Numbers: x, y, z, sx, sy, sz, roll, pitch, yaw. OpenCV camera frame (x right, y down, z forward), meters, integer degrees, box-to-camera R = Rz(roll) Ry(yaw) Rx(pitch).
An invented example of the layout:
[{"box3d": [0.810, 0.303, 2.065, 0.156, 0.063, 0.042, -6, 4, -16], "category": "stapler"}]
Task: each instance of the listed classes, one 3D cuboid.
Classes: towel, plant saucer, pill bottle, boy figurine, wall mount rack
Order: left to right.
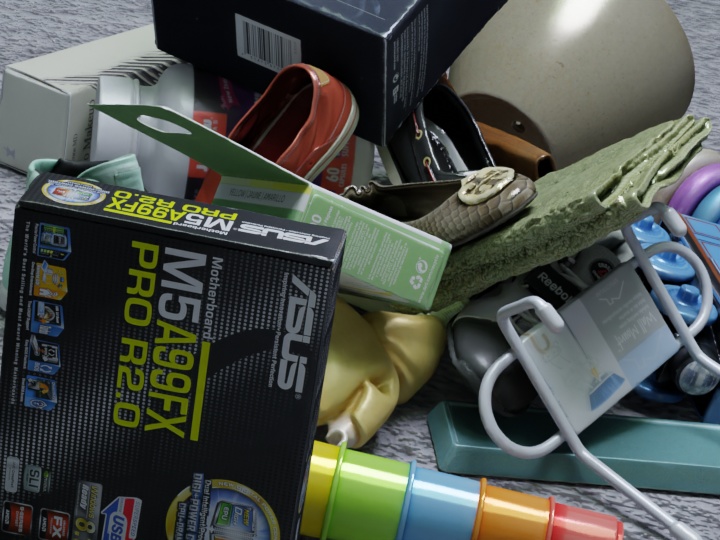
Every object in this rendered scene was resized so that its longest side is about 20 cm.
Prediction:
[{"box3d": [-0.095, -0.092, 1.452, 0.199, 0.112, 0.112, 4, 24, -10], "category": "pill bottle"}, {"box3d": [-0.030, 0.057, 1.192, 0.199, 0.065, 0.124, -15, 55, -45], "category": "boy figurine"}, {"box3d": [0.119, -0.032, 1.238, 0.200, 0.037, 0.148, -24, 8, 39], "category": "towel"}, {"box3d": [0.142, 0.107, 1.215, 0.199, 0.019, 0.070, 5, 24, -8], "category": "plant saucer"}, {"box3d": [0.174, 0.064, 1.181, 0.200, 0.174, 0.074, -35, 6, -30], "category": "wall mount rack"}]

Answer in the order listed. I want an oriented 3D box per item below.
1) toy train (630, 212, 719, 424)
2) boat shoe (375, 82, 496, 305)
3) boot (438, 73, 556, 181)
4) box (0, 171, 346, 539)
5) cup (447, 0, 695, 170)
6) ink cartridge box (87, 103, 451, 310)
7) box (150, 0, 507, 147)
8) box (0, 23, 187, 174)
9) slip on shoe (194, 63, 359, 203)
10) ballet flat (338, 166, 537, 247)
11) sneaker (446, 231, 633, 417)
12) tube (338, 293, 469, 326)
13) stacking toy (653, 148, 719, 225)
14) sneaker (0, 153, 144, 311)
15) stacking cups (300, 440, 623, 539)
[{"box3d": [0.224, 0.028, 1.340, 0.114, 0.087, 0.200, 12, 25, -15], "category": "toy train"}, {"box3d": [0.074, -0.046, 1.387, 0.073, 0.063, 0.202, 8, 45, -42], "category": "boat shoe"}, {"box3d": [0.073, -0.110, 1.480, 0.068, 0.189, 0.200, -21, 34, -22], "category": "boot"}, {"box3d": [-0.100, 0.062, 1.000, 0.159, 0.201, 0.044, 12, 24, 4], "category": "box"}, {"box3d": [0.149, -0.143, 1.597, 0.200, 0.201, 0.143, 22, 52, 26], "category": "cup"}, {"box3d": [-0.063, -0.038, 1.182, 0.199, 0.048, 0.145, 23, -5, -25], "category": "ink cartridge box"}, {"box3d": [-0.020, -0.213, 1.415, 0.199, 0.104, 0.182, 24, 52, 20], "category": "box"}, {"box3d": [-0.192, -0.133, 1.548, 0.068, 0.083, 0.200, 22, 28, 25], "category": "box"}, {"box3d": [-0.079, -0.054, 1.312, 0.074, 0.200, 0.061, 31, -9, 38], "category": "slip on shoe"}, {"box3d": [0.040, -0.041, 1.258, 0.067, 0.047, 0.200, -31, 11, -28], "category": "ballet flat"}, {"box3d": [0.119, 0.020, 1.249, 0.074, 0.089, 0.200, 46, 32, 0], "category": "sneaker"}, {"box3d": [0.000, 0.000, 1.364, 0.199, 0.052, 0.058, 28, 62, 21], "category": "tube"}, {"box3d": [0.302, -0.009, 1.472, 0.085, 0.086, 0.200, -10, 37, -36], "category": "stacking toy"}, {"box3d": [-0.133, -0.005, 1.237, 0.199, 0.119, 0.074, 18, 24, 15], "category": "sneaker"}, {"box3d": [0.041, 0.137, 1.076, 0.199, 0.061, 0.061, 15, 24, 1], "category": "stacking cups"}]
